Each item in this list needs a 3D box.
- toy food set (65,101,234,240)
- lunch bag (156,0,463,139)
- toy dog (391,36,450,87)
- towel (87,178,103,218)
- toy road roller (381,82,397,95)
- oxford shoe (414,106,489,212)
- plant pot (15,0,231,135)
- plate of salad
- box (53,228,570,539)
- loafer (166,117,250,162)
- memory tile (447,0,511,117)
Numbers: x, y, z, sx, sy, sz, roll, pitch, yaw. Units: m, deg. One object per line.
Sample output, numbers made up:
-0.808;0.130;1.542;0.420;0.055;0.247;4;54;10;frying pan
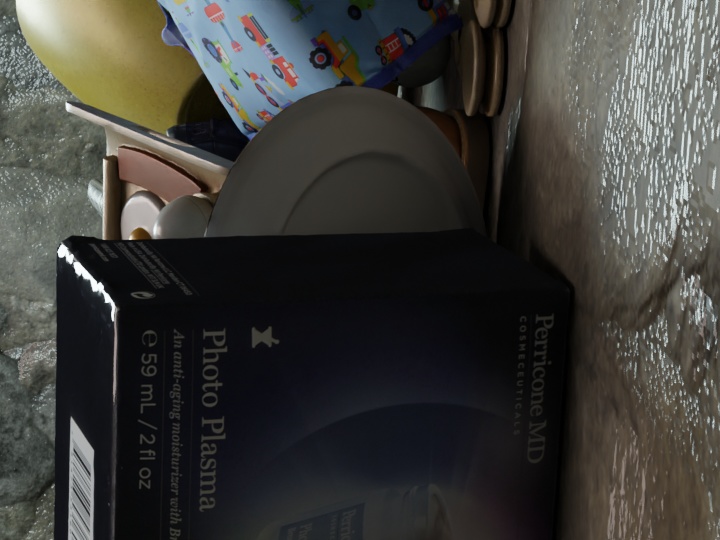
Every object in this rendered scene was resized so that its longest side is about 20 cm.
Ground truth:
-0.121;0.013;1.216;0.143;0.060;0.200;22;118;38;toy food set
-0.063;-0.149;1.144;0.151;0.094;0.200;56;151;-10;lunch bag
-0.022;-0.186;1.219;0.132;0.096;0.200;57;-169;-38;toy dog
-0.089;0.024;1.429;0.200;0.035;0.192;51;168;-29;towel
-0.030;-0.087;1.481;0.200;0.123;0.146;-98;22;-51;toy road roller
0.020;0.011;1.106;0.071;0.071;0.200;166;108;-66;oxford shoe
-0.099;-0.149;1.322;0.142;0.200;0.200;57;155;34;plant pot
-0.010;0.011;1.018;0.048;0.200;0.201;4;93;44;plate of salad
-0.025;0.091;0.908;0.123;0.198;0.200;-145;55;-66;box
-0.092;0.006;1.281;0.068;0.070;0.201;-110;22;-77;loafer
0.061;-0.184;1.120;0.200;0.017;0.154;-98;11;-60;memory tile
